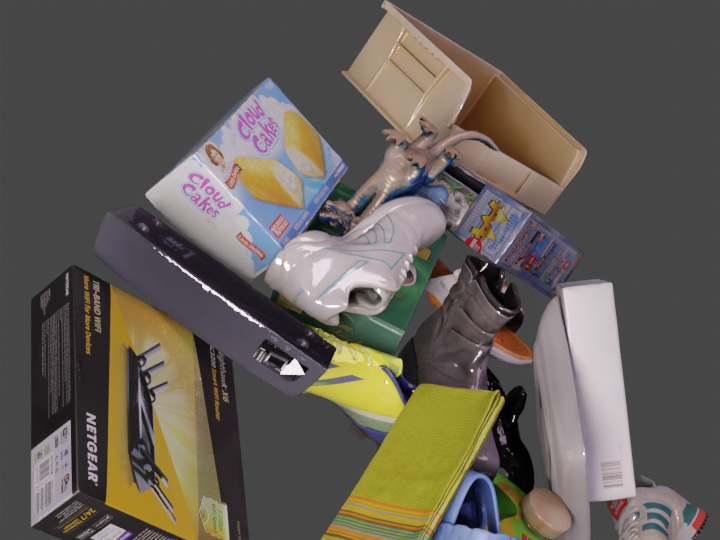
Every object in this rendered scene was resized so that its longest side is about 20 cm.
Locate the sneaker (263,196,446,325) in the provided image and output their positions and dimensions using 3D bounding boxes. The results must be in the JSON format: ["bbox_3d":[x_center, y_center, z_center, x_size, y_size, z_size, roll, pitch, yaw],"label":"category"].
[{"bbox_3d":[0.010,-0.003,1.452,0.200,0.071,0.080,-24,61,-42],"label":"sneaker"}]

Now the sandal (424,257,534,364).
[{"bbox_3d":[0.098,0.008,1.655,0.207,0.059,0.079,46,22,23],"label":"sandal"}]

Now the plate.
[{"bbox_3d":[0.186,0.161,1.603,0.200,0.032,0.201,-95,177,-46],"label":"plate"}]

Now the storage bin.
[{"bbox_3d":[0.112,-0.169,1.827,0.200,0.094,0.199,25,17,-43],"label":"storage bin"}]

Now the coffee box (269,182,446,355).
[{"bbox_3d":[0.000,0.000,1.542,0.123,0.044,0.200,26,30,0],"label":"coffee box"}]

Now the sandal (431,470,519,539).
[{"bbox_3d":[0.079,0.189,1.362,0.079,0.087,0.201,12,39,-29],"label":"sandal"}]

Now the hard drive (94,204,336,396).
[{"bbox_3d":[-0.111,0.023,1.312,0.200,0.042,0.135,36,5,-1],"label":"hard drive"}]

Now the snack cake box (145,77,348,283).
[{"bbox_3d":[-0.095,-0.079,1.504,0.115,0.067,0.200,49,28,-10],"label":"snack cake box"}]

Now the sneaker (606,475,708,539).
[{"bbox_3d":[0.274,0.263,1.693,0.093,0.070,0.200,39,28,12],"label":"sneaker"}]

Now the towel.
[{"bbox_3d":[0.037,0.163,1.344,0.200,0.086,0.018,-56,138,-37],"label":"towel"}]

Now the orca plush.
[{"bbox_3d":[0.136,0.130,1.611,0.105,0.071,0.201,36,32,-30],"label":"orca plush"}]

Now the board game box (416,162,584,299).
[{"bbox_3d":[0.116,-0.054,1.667,0.200,0.062,0.200,35,3,9],"label":"board game box"}]

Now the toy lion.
[{"bbox_3d":[0.084,0.228,1.445,0.191,0.069,0.200,37,31,-14],"label":"toy lion"}]

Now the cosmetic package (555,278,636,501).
[{"bbox_3d":[0.224,0.111,1.646,0.151,0.051,0.201,-6,90,-84],"label":"cosmetic package"}]

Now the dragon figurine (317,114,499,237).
[{"bbox_3d":[0.040,-0.083,1.559,0.059,0.100,0.200,45,36,15],"label":"dragon figurine"}]

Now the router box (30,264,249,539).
[{"bbox_3d":[-0.156,0.113,1.208,0.157,0.052,0.201,31,35,-37],"label":"router box"}]

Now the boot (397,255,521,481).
[{"bbox_3d":[0.098,0.080,1.508,0.070,0.132,0.200,18,29,-30],"label":"boot"}]

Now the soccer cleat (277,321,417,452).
[{"bbox_3d":[-0.011,0.081,1.430,0.200,0.084,0.065,36,32,-29],"label":"soccer cleat"}]
